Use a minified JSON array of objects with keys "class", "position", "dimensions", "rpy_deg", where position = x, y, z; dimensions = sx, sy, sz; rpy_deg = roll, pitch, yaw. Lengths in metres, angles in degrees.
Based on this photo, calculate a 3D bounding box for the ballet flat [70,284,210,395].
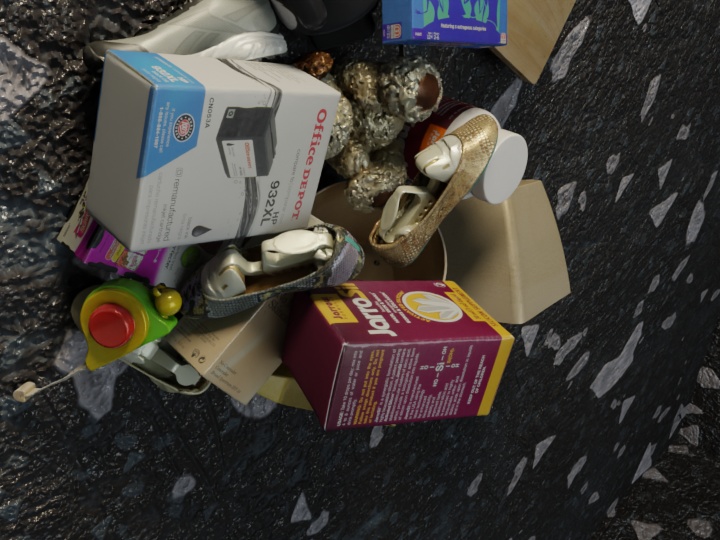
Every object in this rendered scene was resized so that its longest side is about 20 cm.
[{"class":"ballet flat","position":[-0.227,0.083,0.792],"dimensions":[0.070,0.069,0.200],"rpy_deg":[-52,142,-11]}]

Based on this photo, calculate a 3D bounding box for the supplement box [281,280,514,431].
[{"class":"supplement box","position":[0.036,0.082,0.766],"dimensions":[0.199,0.131,0.104],"rpy_deg":[0,117,-28]}]

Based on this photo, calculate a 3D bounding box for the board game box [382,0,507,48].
[{"class":"board game box","position":[0.085,-0.327,0.722],"dimensions":[0.151,0.045,0.202],"rpy_deg":[-14,106,-41]}]

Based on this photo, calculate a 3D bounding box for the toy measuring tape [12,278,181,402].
[{"class":"toy measuring tape","position":[-0.262,0.059,0.705],"dimensions":[0.199,0.074,0.074],"rpy_deg":[-25,143,11]}]

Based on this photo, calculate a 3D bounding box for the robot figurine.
[{"class":"robot figurine","position":[-0.044,-0.310,0.695],"dimensions":[0.125,0.150,0.200],"rpy_deg":[-37,140,-5]}]

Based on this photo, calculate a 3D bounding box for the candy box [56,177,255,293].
[{"class":"candy box","position":[-0.186,-0.051,0.754],"dimensions":[0.200,0.061,0.137],"rpy_deg":[27,93,-53]}]

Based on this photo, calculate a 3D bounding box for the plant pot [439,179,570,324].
[{"class":"plant pot","position":[0.182,-0.040,1.082],"dimensions":[0.200,0.199,0.179],"rpy_deg":[-20,110,-52]}]

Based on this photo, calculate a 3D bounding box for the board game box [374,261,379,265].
[{"class":"board game box","position":[-0.006,0.084,1.077],"dimensions":[0.200,0.035,0.136],"rpy_deg":[-52,143,-12]}]

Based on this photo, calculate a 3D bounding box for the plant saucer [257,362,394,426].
[{"class":"plant saucer","position":[-0.074,0.134,0.917],"dimensions":[0.200,0.199,0.049],"rpy_deg":[42,59,-53]}]

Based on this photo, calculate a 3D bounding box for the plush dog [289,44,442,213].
[{"class":"plush dog","position":[-0.030,-0.177,0.807],"dimensions":[0.171,0.161,0.201],"rpy_deg":[-5,140,-27]}]

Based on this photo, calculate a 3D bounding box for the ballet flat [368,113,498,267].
[{"class":"ballet flat","position":[0.076,-0.090,0.806],"dimensions":[0.065,0.071,0.201],"rpy_deg":[18,111,-39]}]

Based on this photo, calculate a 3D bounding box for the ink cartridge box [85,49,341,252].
[{"class":"ink cartridge box","position":[-0.127,-0.107,0.656],"dimensions":[0.199,0.084,0.146],"rpy_deg":[-12,127,-46]}]

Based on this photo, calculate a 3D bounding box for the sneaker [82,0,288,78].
[{"class":"sneaker","position":[-0.163,-0.218,0.677],"dimensions":[0.199,0.074,0.080],"rpy_deg":[-24,107,-36]}]

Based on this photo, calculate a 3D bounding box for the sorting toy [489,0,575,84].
[{"class":"sorting toy","position":[0.215,-0.389,0.996],"dimensions":[0.199,0.069,0.200],"rpy_deg":[17,101,-53]}]

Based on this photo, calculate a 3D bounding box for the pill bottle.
[{"class":"pill bottle","position":[0.100,-0.157,0.905],"dimensions":[0.113,0.199,0.114],"rpy_deg":[-28,132,-36]}]

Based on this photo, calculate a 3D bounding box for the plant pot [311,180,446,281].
[{"class":"plant pot","position":[0.000,0.000,0.929],"dimensions":[0.201,0.200,0.134],"rpy_deg":[-53,177,-10]}]

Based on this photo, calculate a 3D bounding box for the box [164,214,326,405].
[{"class":"box","position":[-0.103,0.033,0.793],"dimensions":[0.200,0.078,0.095],"rpy_deg":[-51,143,-8]}]

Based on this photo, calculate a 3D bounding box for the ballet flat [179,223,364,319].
[{"class":"ballet flat","position":[-0.098,-0.005,0.714],"dimensions":[0.199,0.072,0.072],"rpy_deg":[-14,138,9]}]
